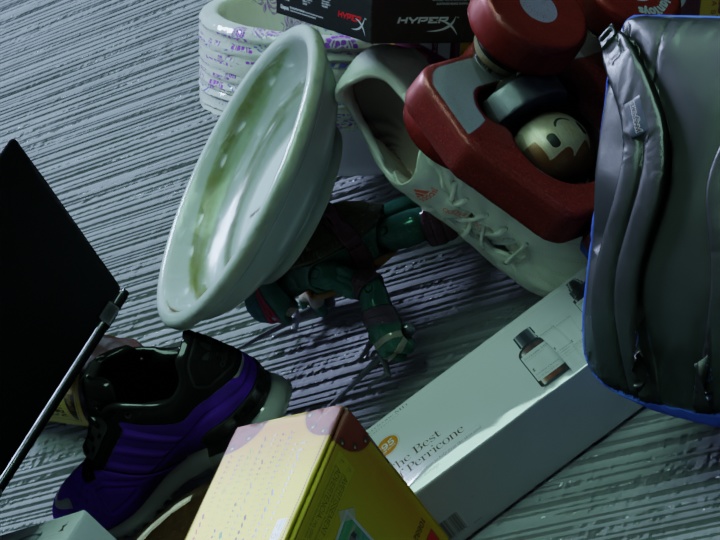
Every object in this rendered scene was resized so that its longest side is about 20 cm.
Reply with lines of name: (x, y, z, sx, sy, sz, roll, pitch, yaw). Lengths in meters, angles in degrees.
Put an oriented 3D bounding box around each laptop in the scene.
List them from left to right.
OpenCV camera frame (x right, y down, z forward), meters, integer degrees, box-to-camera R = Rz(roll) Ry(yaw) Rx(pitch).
laptop: (-0.237, 0.060, 1.466, 0.188, 0.116, 0.200, -59, 8, -34)

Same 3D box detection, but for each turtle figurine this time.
turtle figurine: (0.000, 0.000, 1.519, 0.200, 0.101, 0.150, -32, 29, -3)

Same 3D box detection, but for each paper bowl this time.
paper bowl: (-0.010, -0.128, 1.645, 0.200, 0.105, 0.201, 1, 16, 0)

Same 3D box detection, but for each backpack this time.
backpack: (0.214, -0.016, 1.239, 0.162, 0.167, 0.201, 6, 84, 47)

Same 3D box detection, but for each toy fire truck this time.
toy fire truck: (0.130, -0.081, 1.368, 0.200, 0.168, 0.112, -19, -26, -41)

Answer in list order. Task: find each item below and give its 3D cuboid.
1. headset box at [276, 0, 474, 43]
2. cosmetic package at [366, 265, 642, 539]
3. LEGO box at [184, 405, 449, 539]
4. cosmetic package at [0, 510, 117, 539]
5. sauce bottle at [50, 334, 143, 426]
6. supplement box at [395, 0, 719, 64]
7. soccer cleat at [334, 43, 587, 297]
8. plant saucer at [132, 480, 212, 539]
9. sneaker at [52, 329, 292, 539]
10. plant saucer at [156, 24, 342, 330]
headset box: (0.012, -0.242, 1.433, 0.077, 0.201, 0.149, -2, 12, -24)
cosmetic package: (0.098, 0.067, 1.357, 0.200, 0.051, 0.083, -37, 28, 0)
LEGO box: (-0.028, 0.192, 1.212, 0.077, 0.149, 0.200, -14, 36, 35)
cosmetic package: (-0.239, 0.230, 1.452, 0.200, 0.052, 0.151, -21, 29, 47)
sauce bottle: (-0.176, 0.072, 1.628, 0.200, 0.066, 0.066, -1, 45, 49)
supplement box: (0.130, -0.188, 1.515, 0.199, 0.132, 0.103, -5, 20, -24)
soccer cleat: (0.061, -0.049, 1.429, 0.069, 0.200, 0.078, -47, -5, 35)
plant saucer: (-0.085, 0.184, 1.406, 0.200, 0.035, 0.201, -27, 31, 18)
sneaker: (-0.141, 0.093, 1.498, 0.200, 0.099, 0.070, -35, 31, 33)
plant saucer: (-0.057, -0.049, 1.467, 0.200, 0.050, 0.201, -53, 21, 31)
